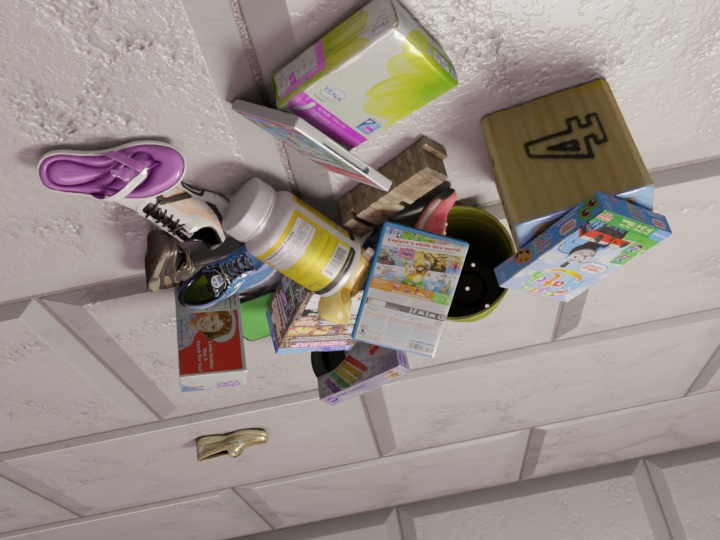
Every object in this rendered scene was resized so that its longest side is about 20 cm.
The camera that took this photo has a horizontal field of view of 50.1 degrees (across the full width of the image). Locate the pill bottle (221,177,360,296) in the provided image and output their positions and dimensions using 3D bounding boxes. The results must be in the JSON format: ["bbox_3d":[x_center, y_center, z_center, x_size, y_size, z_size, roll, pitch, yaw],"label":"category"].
[{"bbox_3d":[-0.107,-0.052,1.201,0.200,0.115,0.114,33,130,-28],"label":"pill bottle"}]

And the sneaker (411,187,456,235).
[{"bbox_3d":[0.115,-0.041,1.282,0.087,0.200,0.074,33,-179,2],"label":"sneaker"}]

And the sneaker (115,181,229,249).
[{"bbox_3d":[-0.280,-0.091,1.150,0.200,0.080,0.074,17,142,-35],"label":"sneaker"}]

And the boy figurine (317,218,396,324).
[{"bbox_3d":[0.000,0.000,1.280,0.064,0.200,0.124,32,157,2],"label":"boy figurine"}]

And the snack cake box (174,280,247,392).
[{"bbox_3d":[-0.265,0.105,1.360,0.115,0.201,0.067,-4,150,-12],"label":"snack cake box"}]

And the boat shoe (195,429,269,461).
[{"bbox_3d":[-0.344,0.476,2.085,0.199,0.065,0.072,-7,149,-7],"label":"boat shoe"}]

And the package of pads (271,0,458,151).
[{"bbox_3d":[0.002,-0.247,0.992,0.200,0.068,0.154,-28,147,26],"label":"package of pads"}]

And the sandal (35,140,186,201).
[{"bbox_3d":[-0.341,-0.130,1.060,0.202,0.050,0.083,-6,113,-6],"label":"sandal"}]

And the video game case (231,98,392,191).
[{"bbox_3d":[-0.064,-0.170,1.054,0.200,0.143,0.017,28,88,-47],"label":"video game case"}]

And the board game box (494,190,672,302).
[{"bbox_3d":[0.313,-0.027,1.095,0.151,0.037,0.200,12,143,-34],"label":"board game box"}]

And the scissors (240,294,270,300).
[{"bbox_3d":[-0.162,0.057,1.496,0.199,0.014,0.073,-8,151,-7],"label":"scissors"}]

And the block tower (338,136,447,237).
[{"bbox_3d":[0.048,-0.127,1.216,0.054,0.058,0.200,20,136,-41],"label":"block tower"}]

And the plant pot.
[{"bbox_3d":[0.184,0.010,1.381,0.200,0.201,0.193,-17,161,10],"label":"plant pot"}]

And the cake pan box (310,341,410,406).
[{"bbox_3d":[-0.008,0.152,1.540,0.200,0.185,0.052,-26,142,25],"label":"cake pan box"}]

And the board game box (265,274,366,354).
[{"bbox_3d":[-0.066,0.058,1.418,0.159,0.097,0.200,0,143,-27],"label":"board game box"}]

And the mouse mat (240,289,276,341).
[{"bbox_3d":[-0.166,0.083,1.520,0.199,0.008,0.161,-20,148,11],"label":"mouse mat"}]

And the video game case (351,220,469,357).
[{"bbox_3d":[0.079,0.032,1.244,0.143,0.018,0.201,14,104,-9],"label":"video game case"}]

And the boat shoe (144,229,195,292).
[{"bbox_3d":[-0.309,-0.019,1.255,0.073,0.075,0.200,-5,168,-21],"label":"boat shoe"}]

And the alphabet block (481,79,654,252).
[{"bbox_3d":[0.308,-0.129,1.157,0.196,0.201,0.195,-16,148,8],"label":"alphabet block"}]

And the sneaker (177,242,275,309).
[{"bbox_3d":[-0.218,0.011,1.290,0.200,0.079,0.089,-32,-175,7],"label":"sneaker"}]
